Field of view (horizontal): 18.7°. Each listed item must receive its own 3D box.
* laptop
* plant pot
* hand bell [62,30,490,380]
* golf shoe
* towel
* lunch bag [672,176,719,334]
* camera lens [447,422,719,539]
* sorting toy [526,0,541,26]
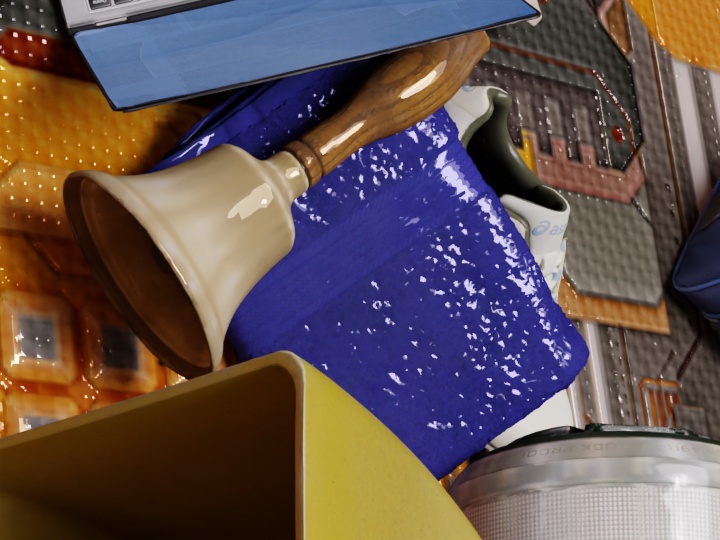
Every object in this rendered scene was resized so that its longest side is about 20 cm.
[{"bbox_3d":[-0.045,-0.166,0.968,0.186,0.116,0.202,-13,79,-12],"label":"laptop"},{"bbox_3d":[-0.044,0.170,0.837,0.176,0.199,0.202,27,54,-47],"label":"plant pot"},{"bbox_3d":[-0.021,-0.050,0.957,0.199,0.104,0.105,-36,99,-22],"label":"hand bell"},{"bbox_3d":[0.068,0.005,1.079,0.078,0.097,0.201,-28,94,-49],"label":"golf shoe"},{"bbox_3d":[0.000,0.000,1.018,0.147,0.050,0.201,-34,99,-9],"label":"towel"},{"bbox_3d":[0.280,-0.020,1.221,0.132,0.199,0.136,42,53,-19],"label":"lunch bag"},{"bbox_3d":[0.117,0.180,0.998,0.159,0.159,0.202,17,64,-39],"label":"camera lens"},{"bbox_3d":[0.060,-0.231,1.181,0.180,0.106,0.201,47,46,-28],"label":"sorting toy"}]
